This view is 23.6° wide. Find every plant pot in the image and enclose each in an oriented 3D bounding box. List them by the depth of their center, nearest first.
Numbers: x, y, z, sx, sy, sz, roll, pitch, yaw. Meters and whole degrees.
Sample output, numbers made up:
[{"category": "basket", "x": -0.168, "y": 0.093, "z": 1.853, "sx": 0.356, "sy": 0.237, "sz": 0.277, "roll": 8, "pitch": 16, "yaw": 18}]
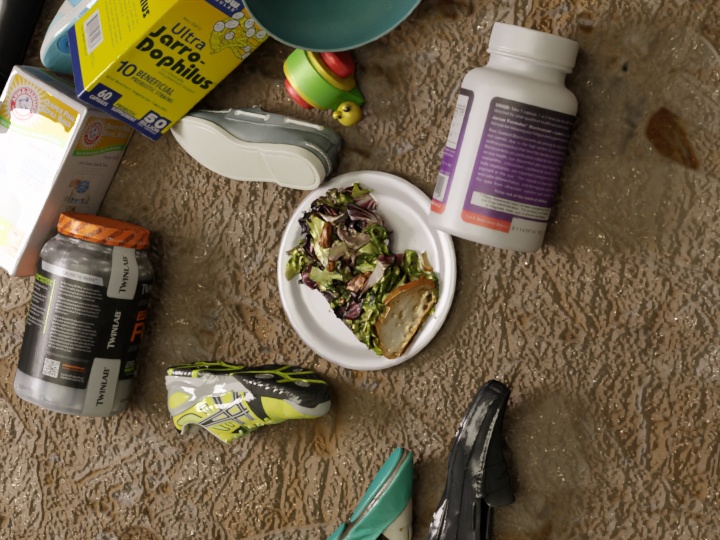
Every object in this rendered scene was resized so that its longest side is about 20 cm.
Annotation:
[{"category": "plant pot", "x": -0.038, "y": -0.333, "z": 1.672, "sx": 0.200, "sy": 0.200, "sz": 0.135, "roll": -48, "pitch": 37, "yaw": 18}]

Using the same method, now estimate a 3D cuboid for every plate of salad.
[{"category": "plate of salad", "x": 0.000, "y": 0.000, "z": 1.713, "sx": 0.200, "sy": 0.048, "sz": 0.200, "roll": 0, "pitch": 90, "yaw": 27}]

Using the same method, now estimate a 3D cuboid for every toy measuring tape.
[{"category": "toy measuring tape", "x": -0.061, "y": -0.227, "z": 1.732, "sx": 0.074, "sy": 0.074, "sz": 0.200, "roll": -39, "pitch": 74, "yaw": 21}]

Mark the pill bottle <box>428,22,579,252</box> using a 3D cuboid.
[{"category": "pill bottle", "x": 0.139, "y": -0.125, "z": 1.609, "sx": 0.111, "sy": 0.111, "sz": 0.200, "roll": 18, "pitch": 98, "yaw": 25}]

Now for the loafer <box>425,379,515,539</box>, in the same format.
[{"category": "loafer", "x": 0.117, "y": 0.203, "z": 1.646, "sx": 0.070, "sy": 0.068, "sz": 0.201, "roll": 17, "pitch": 103, "yaw": 17}]

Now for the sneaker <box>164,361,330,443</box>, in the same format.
[{"category": "sneaker", "x": -0.112, "y": 0.137, "z": 1.762, "sx": 0.200, "sy": 0.075, "sz": 0.076, "roll": 3, "pitch": 99, "yaw": 37}]

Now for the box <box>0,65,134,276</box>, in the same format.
[{"category": "box", "x": -0.342, "y": -0.106, "z": 1.853, "sx": 0.112, "sy": 0.101, "sz": 0.200, "roll": 32, "pitch": 103, "yaw": 22}]

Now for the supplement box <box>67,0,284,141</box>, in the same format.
[{"category": "supplement box", "x": -0.190, "y": -0.247, "z": 1.748, "sx": 0.200, "sy": 0.109, "sz": 0.110, "roll": -39, "pitch": 44, "yaw": 25}]

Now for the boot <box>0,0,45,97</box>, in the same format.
[{"category": "boot", "x": -0.387, "y": -0.257, "z": 1.849, "sx": 0.066, "sy": 0.165, "sz": 0.200, "roll": 24, "pitch": 101, "yaw": -5}]

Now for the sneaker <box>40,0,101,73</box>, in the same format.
[{"category": "sneaker", "x": -0.278, "y": -0.310, "z": 1.839, "sx": 0.200, "sy": 0.080, "sz": 0.131, "roll": -39, "pitch": 50, "yaw": 29}]

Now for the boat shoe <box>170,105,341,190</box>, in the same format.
[{"category": "boat shoe", "x": -0.107, "y": -0.135, "z": 1.772, "sx": 0.200, "sy": 0.073, "sz": 0.062, "roll": 16, "pitch": 54, "yaw": 32}]

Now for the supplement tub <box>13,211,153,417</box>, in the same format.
[{"category": "supplement tub", "x": -0.288, "y": 0.045, "z": 1.814, "sx": 0.122, "sy": 0.123, "sz": 0.200, "roll": 16, "pitch": 97, "yaw": 26}]

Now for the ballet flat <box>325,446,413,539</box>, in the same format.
[{"category": "ballet flat", "x": 0.010, "y": 0.263, "z": 1.706, "sx": 0.070, "sy": 0.067, "sz": 0.200, "roll": 37, "pitch": 107, "yaw": -3}]
